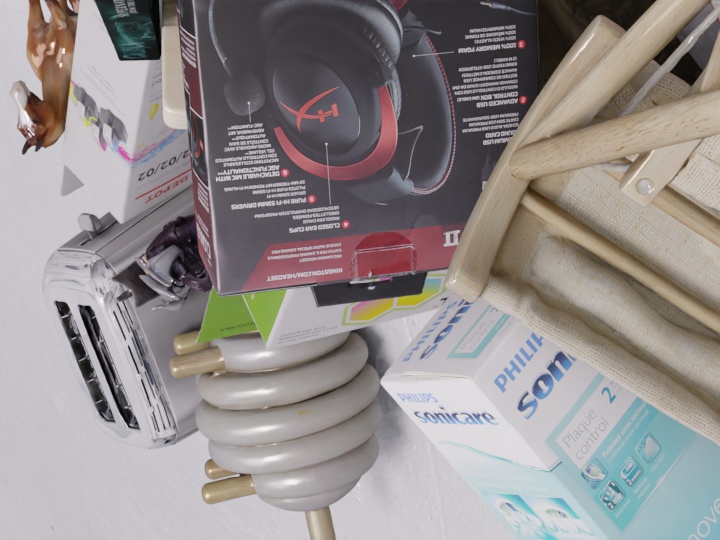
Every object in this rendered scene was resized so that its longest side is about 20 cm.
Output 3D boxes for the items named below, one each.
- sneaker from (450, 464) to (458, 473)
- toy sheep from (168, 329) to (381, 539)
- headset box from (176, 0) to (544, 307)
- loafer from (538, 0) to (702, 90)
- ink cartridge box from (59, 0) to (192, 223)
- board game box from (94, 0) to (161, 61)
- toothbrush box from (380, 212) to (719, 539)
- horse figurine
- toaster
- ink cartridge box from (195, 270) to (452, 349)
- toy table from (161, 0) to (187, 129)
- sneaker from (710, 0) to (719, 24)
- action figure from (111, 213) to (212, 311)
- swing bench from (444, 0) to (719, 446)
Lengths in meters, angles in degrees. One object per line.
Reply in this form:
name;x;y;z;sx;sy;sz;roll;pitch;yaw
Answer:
sneaker;0.091;0.104;0.951;0.199;0.093;0.071;-12;106;56
toy sheep;-0.050;0.091;1.100;0.138;0.138;0.201;8;117;51
headset box;-0.002;-0.081;0.715;0.075;0.148;0.201;-128;32;-71
loafer;0.103;-0.109;0.779;0.067;0.076;0.201;-28;92;52
ink cartridge box;-0.122;-0.110;1.051;0.068;0.115;0.200;45;146;18
board game box;-0.118;-0.188;0.831;0.200;0.028;0.136;153;115;-84
toothbrush box;0.130;0.069;0.769;0.200;0.146;0.085;50;156;-16
horse figurine;-0.199;-0.167;1.104;0.200;0.050;0.133;-83;-20;-71
toaster;-0.137;0.039;1.180;0.113;0.129;0.201;8;122;52
ink cartridge box;0.000;0.000;0.930;0.076;0.147;0.200;64;153;27
toy table;-0.045;-0.161;0.850;0.200;0.116;0.185;100;167;-56
sneaker;0.161;-0.158;0.683;0.077;0.073;0.200;-33;95;43
action figure;-0.086;-0.036;1.048;0.069;0.130;0.200;37;128;-1
swing bench;0.174;-0.020;0.638;0.198;0.130;0.200;32;152;-13
